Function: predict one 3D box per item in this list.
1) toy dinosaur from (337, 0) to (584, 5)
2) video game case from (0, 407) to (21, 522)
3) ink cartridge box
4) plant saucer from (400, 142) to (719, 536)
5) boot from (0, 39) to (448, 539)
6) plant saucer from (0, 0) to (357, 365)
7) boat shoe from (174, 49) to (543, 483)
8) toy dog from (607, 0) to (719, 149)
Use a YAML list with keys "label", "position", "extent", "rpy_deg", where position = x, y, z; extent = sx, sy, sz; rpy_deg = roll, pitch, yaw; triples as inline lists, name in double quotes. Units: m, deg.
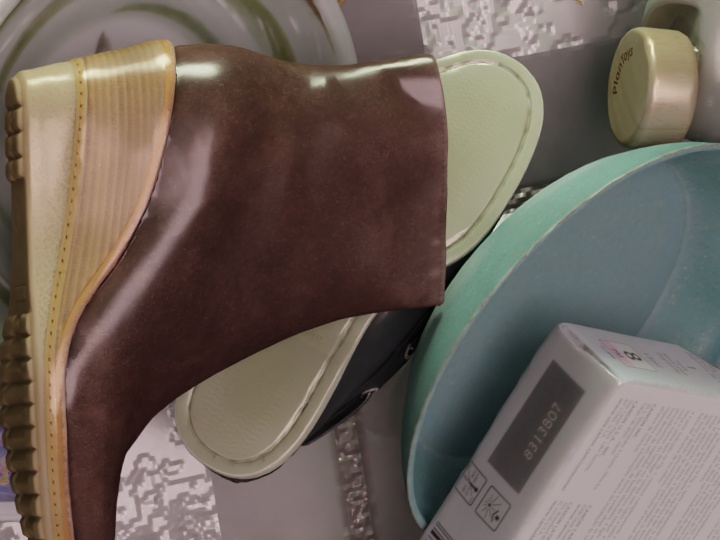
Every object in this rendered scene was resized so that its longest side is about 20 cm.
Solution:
- label: "toy dinosaur"
  position: [-0.012, -0.148, 1.138]
  extent: [0.200, 0.058, 0.101]
  rpy_deg: [-4, 112, -9]
- label: "video game case"
  position: [-0.196, -0.001, 1.104]
  extent: [0.143, 0.018, 0.200]
  rpy_deg: [1, 95, -18]
- label: "ink cartridge box"
  position: [0.115, 0.110, 1.166]
  extent: [0.200, 0.057, 0.163]
  rpy_deg: [10, 117, -48]
- label: "plant saucer"
  position: [0.085, 0.023, 1.139]
  extent: [0.200, 0.036, 0.200]
  rpy_deg: [-32, 146, -25]
- label: "boot"
  position: [-0.046, 0.016, 1.044]
  extent: [0.166, 0.072, 0.200]
  rpy_deg: [-1, 96, -18]
- label: "plant saucer"
  position: [-0.091, -0.048, 1.096]
  extent: [0.200, 0.050, 0.200]
  rpy_deg: [-15, 116, -33]
- label: "boat shoe"
  position: [0.002, 0.002, 1.119]
  extent: [0.074, 0.066, 0.199]
  rpy_deg: [31, 80, 10]
- label: "toy dog"
  position: [0.144, -0.130, 1.175]
  extent: [0.132, 0.096, 0.200]
  rpy_deg: [25, 73, -15]
